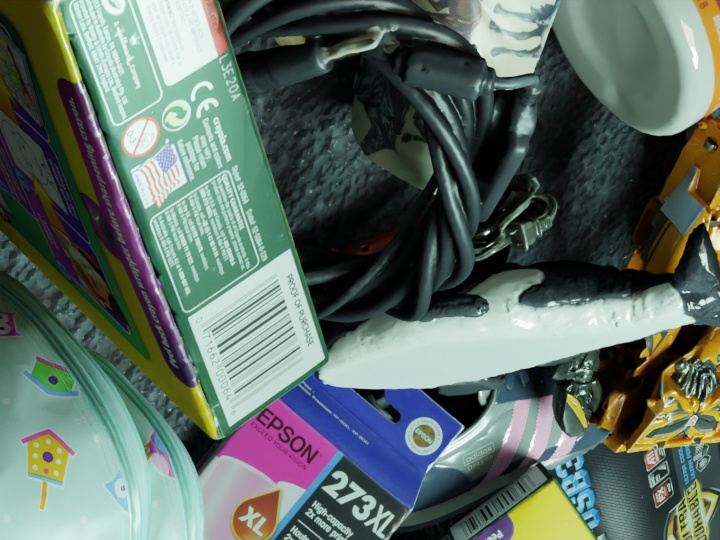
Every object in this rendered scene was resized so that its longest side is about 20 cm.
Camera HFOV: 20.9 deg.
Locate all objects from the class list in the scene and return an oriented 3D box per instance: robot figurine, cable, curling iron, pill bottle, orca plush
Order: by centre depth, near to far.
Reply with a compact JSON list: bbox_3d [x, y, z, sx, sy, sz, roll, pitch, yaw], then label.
[{"bbox_3d":[-0.022,-0.040,0.821,0.161,0.051,0.200,13,142,-14],"label":"cable"},{"bbox_3d":[0.000,0.000,0.916,0.198,0.050,0.026,-21,111,-1],"label":"curling iron"},{"bbox_3d":[0.071,0.003,0.933,0.198,0.072,0.105,-17,153,24],"label":"orca plush"},{"bbox_3d":[0.195,-0.159,0.935,0.199,0.114,0.115,-32,136,-18],"label":"pill bottle"},{"bbox_3d":[0.176,0.015,0.990,0.144,0.058,0.201,-3,127,-36],"label":"robot figurine"}]

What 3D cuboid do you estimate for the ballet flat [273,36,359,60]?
[{"bbox_3d":[-0.041,-0.139,0.769,0.200,0.072,0.068,37,69,-49],"label":"ballet flat"}]

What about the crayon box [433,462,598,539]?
[{"bbox_3d":[0.066,0.231,1.011,0.199,0.058,0.173,-35,95,0],"label":"crayon box"}]

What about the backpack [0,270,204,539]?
[{"bbox_3d":[-0.152,0.104,0.779,0.152,0.176,0.202,-20,136,-32],"label":"backpack"}]

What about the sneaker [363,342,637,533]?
[{"bbox_3d":[0.082,0.064,1.036,0.199,0.070,0.083,-29,139,-24],"label":"sneaker"}]

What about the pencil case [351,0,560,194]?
[{"bbox_3d":[0.057,-0.130,0.864,0.089,0.078,0.202,4,117,-31],"label":"pencil case"}]

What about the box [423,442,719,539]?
[{"bbox_3d":[0.134,0.138,1.158,0.198,0.050,0.201,-36,137,-17],"label":"box"}]

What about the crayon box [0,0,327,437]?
[{"bbox_3d":[-0.101,-0.063,0.689,0.058,0.172,0.201,-34,137,-18],"label":"crayon box"}]

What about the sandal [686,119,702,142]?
[{"bbox_3d":[0.193,-0.080,1.028,0.077,0.070,0.212,-12,154,-25],"label":"sandal"}]

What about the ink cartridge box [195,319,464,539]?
[{"bbox_3d":[-0.044,0.127,0.963,0.094,0.037,0.201,39,89,-7],"label":"ink cartridge box"}]
